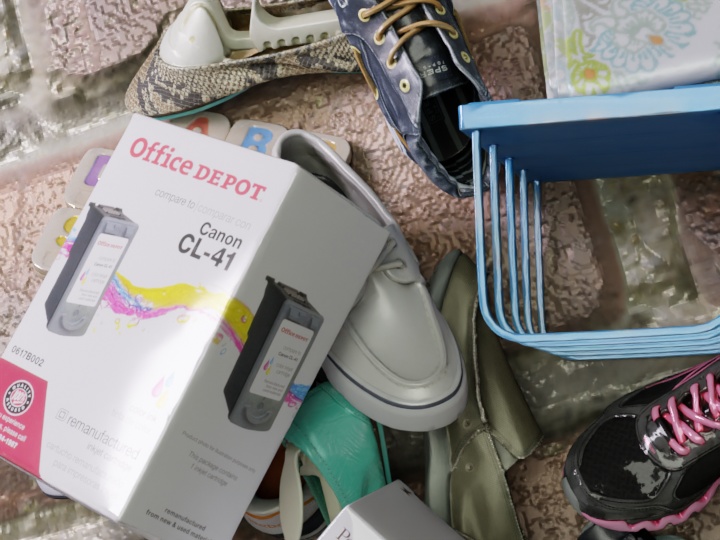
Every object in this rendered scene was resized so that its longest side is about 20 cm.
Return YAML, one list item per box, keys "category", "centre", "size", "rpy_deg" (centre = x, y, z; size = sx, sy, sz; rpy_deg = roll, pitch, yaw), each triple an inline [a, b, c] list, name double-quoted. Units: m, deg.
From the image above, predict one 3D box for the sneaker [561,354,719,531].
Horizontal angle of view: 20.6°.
- category: "sneaker"
  centre: [0.198, 0.069, 1.057]
  size: [0.199, 0.095, 0.079]
  rpy_deg: [-25, 63, -8]

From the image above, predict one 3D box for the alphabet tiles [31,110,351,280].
- category: "alphabet tiles"
  centre: [-0.089, -0.017, 1.162]
  size: [0.199, 0.015, 0.196]
  rpy_deg: [12, 54, 16]

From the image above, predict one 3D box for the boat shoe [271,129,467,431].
- category: "boat shoe"
  centre: [0.000, 0.000, 1.083]
  size: [0.072, 0.066, 0.200]
  rpy_deg: [-16, 50, -12]

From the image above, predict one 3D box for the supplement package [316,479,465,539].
- category: "supplement package"
  centre: [-0.015, 0.221, 1.012]
  size: [0.114, 0.110, 0.200]
  rpy_deg: [40, 101, 11]

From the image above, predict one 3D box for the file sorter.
- category: "file sorter"
  centre: [0.141, -0.019, 1.058]
  size: [0.138, 0.200, 0.123]
  rpy_deg: [-3, 84, 14]

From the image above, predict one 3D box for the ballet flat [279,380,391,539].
- category: "ballet flat"
  centre: [-0.005, 0.159, 1.098]
  size: [0.070, 0.067, 0.201]
  rpy_deg: [-21, 103, -17]

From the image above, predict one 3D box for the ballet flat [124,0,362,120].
- category: "ballet flat"
  centre: [-0.058, -0.145, 1.192]
  size: [0.199, 0.075, 0.068]
  rpy_deg: [-9, 46, 13]

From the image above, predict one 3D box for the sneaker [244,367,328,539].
- category: "sneaker"
  centre: [-0.030, 0.056, 1.154]
  size: [0.078, 0.079, 0.201]
  rpy_deg: [4, 81, 16]

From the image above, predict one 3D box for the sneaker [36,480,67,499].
- category: "sneaker"
  centre: [-0.139, 0.085, 1.126]
  size: [0.200, 0.074, 0.088]
  rpy_deg: [-7, 106, 50]

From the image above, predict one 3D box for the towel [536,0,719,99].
- category: "towel"
  centre: [0.193, -0.163, 1.108]
  size: [0.199, 0.048, 0.172]
  rpy_deg: [-11, 53, 12]

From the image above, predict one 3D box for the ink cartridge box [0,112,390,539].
- category: "ink cartridge box"
  centre: [-0.098, 0.033, 1.039]
  size: [0.147, 0.086, 0.201]
  rpy_deg: [20, 81, 43]

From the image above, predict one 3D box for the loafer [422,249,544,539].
- category: "loafer"
  centre: [0.071, 0.088, 1.130]
  size: [0.069, 0.075, 0.201]
  rpy_deg: [-2, 90, 8]

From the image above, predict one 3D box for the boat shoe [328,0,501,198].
- category: "boat shoe"
  centre: [0.028, -0.138, 1.109]
  size: [0.071, 0.091, 0.201]
  rpy_deg: [-28, 116, -3]

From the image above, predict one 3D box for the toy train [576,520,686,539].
- category: "toy train"
  centre: [0.166, 0.232, 1.075]
  size: [0.114, 0.085, 0.200]
  rpy_deg: [-41, 73, 16]
